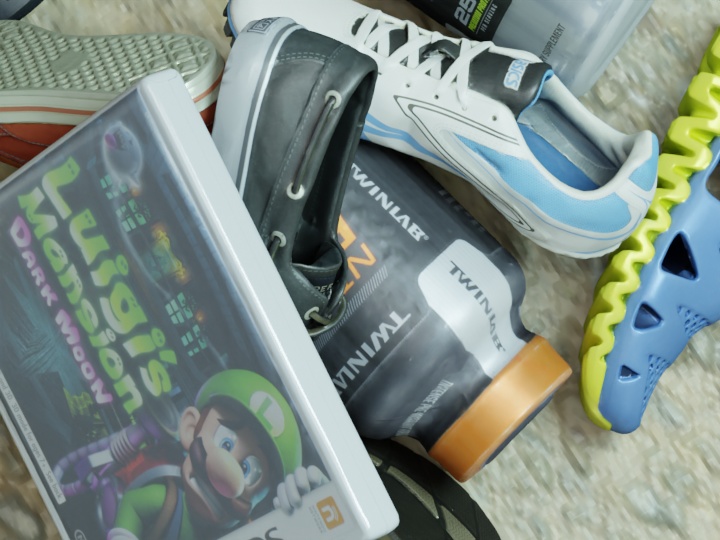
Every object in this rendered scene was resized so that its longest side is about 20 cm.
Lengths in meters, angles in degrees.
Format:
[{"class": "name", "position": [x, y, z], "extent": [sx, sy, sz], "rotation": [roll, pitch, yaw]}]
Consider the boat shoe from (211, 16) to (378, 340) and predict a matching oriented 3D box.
[{"class": "boat shoe", "position": [-0.033, -0.003, 1.201], "extent": [0.056, 0.069, 0.201], "rotation": [16, 113, 21]}]

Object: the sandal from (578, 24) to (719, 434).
[{"class": "sandal", "position": [0.160, -0.016, 1.295], "extent": [0.087, 0.079, 0.201], "rotation": [27, 89, 1]}]

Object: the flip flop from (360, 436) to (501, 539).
[{"class": "flip flop", "position": [-0.013, 0.107, 1.300], "extent": [0.199, 0.081, 0.058], "rotation": [34, 117, 1]}]

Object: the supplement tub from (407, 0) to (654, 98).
[{"class": "supplement tub", "position": [0.045, -0.176, 1.290], "extent": [0.200, 0.123, 0.123], "rotation": [35, 88, 6]}]

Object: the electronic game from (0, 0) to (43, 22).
[{"class": "electronic game", "position": [-0.191, -0.201, 1.315], "extent": [0.199, 0.042, 0.201], "rotation": [0, 90, 32]}]

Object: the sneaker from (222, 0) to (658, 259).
[{"class": "sneaker", "position": [0.037, -0.077, 1.242], "extent": [0.199, 0.072, 0.073], "rotation": [28, 132, 0]}]

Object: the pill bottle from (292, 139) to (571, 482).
[{"class": "pill bottle", "position": [0.000, 0.000, 1.287], "extent": [0.200, 0.106, 0.106], "rotation": [44, 89, 6]}]

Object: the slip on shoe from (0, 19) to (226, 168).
[{"class": "slip on shoe", "position": [-0.134, -0.066, 1.246], "extent": [0.199, 0.074, 0.061], "rotation": [6, 128, 35]}]

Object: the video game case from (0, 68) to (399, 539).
[{"class": "video game case", "position": [-0.087, 0.043, 1.193], "extent": [0.182, 0.023, 0.201], "rotation": [-30, 85, 46]}]
